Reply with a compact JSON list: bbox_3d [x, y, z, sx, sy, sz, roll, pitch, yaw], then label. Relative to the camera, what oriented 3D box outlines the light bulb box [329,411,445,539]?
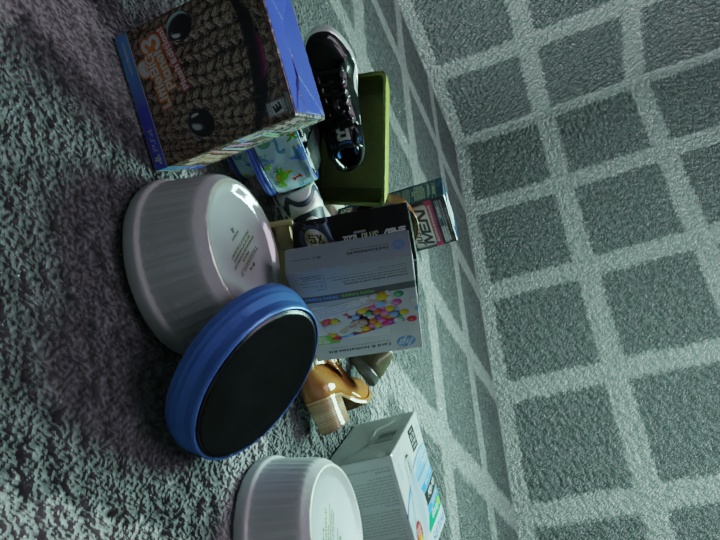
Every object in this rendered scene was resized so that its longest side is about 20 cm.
[{"bbox_3d":[0.045,0.372,1.037,0.198,0.122,0.205,-27,100,-72],"label":"light bulb box"}]

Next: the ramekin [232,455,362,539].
[{"bbox_3d":[-0.067,0.329,0.781,0.202,0.092,0.208,-15,91,-72],"label":"ramekin"}]

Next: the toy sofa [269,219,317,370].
[{"bbox_3d":[-0.115,0.042,0.874,0.098,0.080,0.206,75,6,-70],"label":"toy sofa"}]

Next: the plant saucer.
[{"bbox_3d":[-0.021,-0.212,1.043,0.047,0.196,0.206,-8,101,-48],"label":"plant saucer"}]

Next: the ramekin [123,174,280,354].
[{"bbox_3d":[-0.168,-0.014,0.719,0.202,0.092,0.208,-16,91,-72],"label":"ramekin"}]

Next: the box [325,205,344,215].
[{"bbox_3d":[-0.071,-0.115,1.157,0.082,0.067,0.205,42,37,-61],"label":"box"}]

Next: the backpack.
[{"bbox_3d":[-0.132,-0.211,0.910,0.202,0.143,0.186,-100,171,-50],"label":"backpack"}]

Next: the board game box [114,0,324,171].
[{"bbox_3d":[-0.164,-0.227,0.750,0.097,0.195,0.164,-30,103,-70],"label":"board game box"}]

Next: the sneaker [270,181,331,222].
[{"bbox_3d":[-0.085,-0.078,1.009,0.199,0.078,0.133,-150,-142,-71],"label":"sneaker"}]

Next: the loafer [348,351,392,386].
[{"bbox_3d":[0.002,0.124,1.081,0.076,0.069,0.200,56,-6,-32],"label":"loafer"}]

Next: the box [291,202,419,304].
[{"bbox_3d":[0.000,0.000,0.901,0.201,0.159,0.088,74,7,-66],"label":"box"}]

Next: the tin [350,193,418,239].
[{"bbox_3d":[0.007,-0.048,1.061,0.112,0.198,0.042,46,19,-30],"label":"tin"}]

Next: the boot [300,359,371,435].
[{"bbox_3d":[-0.048,0.157,1.019,0.200,0.072,0.158,-22,90,-78],"label":"boot"}]

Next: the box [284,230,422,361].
[{"bbox_3d":[-0.002,0.040,0.810,0.202,0.151,0.042,78,5,-52],"label":"box"}]

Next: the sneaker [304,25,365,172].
[{"bbox_3d":[-0.028,-0.231,0.895,0.202,0.071,0.114,72,5,-48],"label":"sneaker"}]

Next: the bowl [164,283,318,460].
[{"bbox_3d":[-0.118,0.113,0.680,0.200,0.039,0.204,-43,150,-31],"label":"bowl"}]

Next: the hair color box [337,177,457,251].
[{"bbox_3d":[0.064,-0.081,1.112,0.061,0.195,0.101,-86,156,-51],"label":"hair color box"}]
